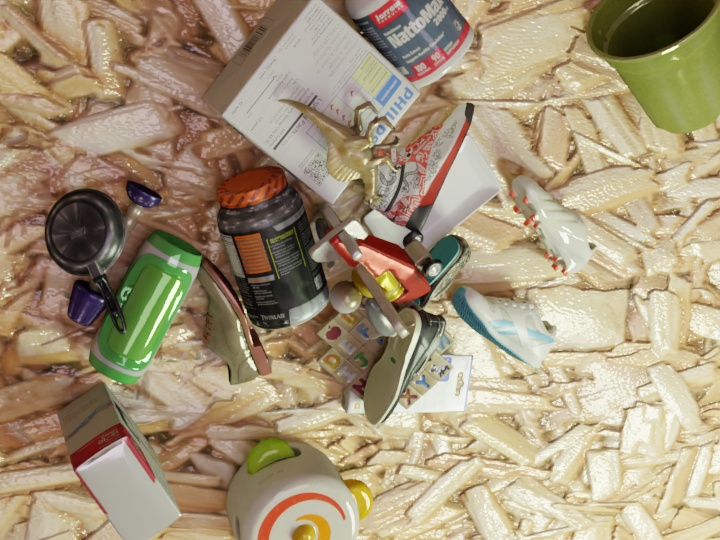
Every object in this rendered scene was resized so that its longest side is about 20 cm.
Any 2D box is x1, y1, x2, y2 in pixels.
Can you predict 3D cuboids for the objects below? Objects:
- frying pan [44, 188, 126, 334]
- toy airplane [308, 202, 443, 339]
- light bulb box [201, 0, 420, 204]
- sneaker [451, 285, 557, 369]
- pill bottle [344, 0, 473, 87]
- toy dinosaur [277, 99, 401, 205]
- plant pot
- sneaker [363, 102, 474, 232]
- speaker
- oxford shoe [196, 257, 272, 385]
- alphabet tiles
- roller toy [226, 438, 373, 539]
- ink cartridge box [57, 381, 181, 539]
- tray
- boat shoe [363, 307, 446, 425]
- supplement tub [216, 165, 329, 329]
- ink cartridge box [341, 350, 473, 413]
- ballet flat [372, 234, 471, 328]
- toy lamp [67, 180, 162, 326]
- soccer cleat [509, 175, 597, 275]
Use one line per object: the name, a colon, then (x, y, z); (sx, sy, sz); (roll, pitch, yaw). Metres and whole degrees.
frying pan: (-0.364, -0.012, 1.543); (0.113, 0.031, 0.193); (-1, 87, 10)
toy airplane: (0.000, 0.000, 1.589); (0.199, 0.200, 0.141); (38, 112, -4)
light bulb box: (-0.067, -0.233, 1.564); (0.200, 0.125, 0.199); (38, 92, -27)
sneaker: (0.219, 0.071, 1.800); (0.199, 0.076, 0.081); (36, 85, -32)
pill bottle: (0.049, -0.354, 1.570); (0.120, 0.120, 0.200); (-45, 115, -1)
toy dinosaur: (-0.009, -0.165, 1.507); (0.101, 0.058, 0.200); (-41, 117, -1)
plant pot: (0.453, -0.307, 1.704); (0.200, 0.200, 0.185); (-40, 127, -3)
sneaker: (0.078, -0.164, 1.663); (0.107, 0.067, 0.203); (25, 86, 2)
speaker: (-0.293, 0.050, 1.600); (0.088, 0.088, 0.201); (26, 98, -25)
oxford shoe: (-0.193, 0.078, 1.654); (0.074, 0.071, 0.202); (-25, 113, -3)
alphabet tiles: (0.038, 0.117, 1.724); (0.166, 0.006, 0.200); (-42, 116, 13)
roller toy: (-0.097, 0.363, 1.741); (0.199, 0.140, 0.184); (25, 98, -25)
ink cartridge box: (-0.328, 0.259, 1.591); (0.085, 0.200, 0.148); (-33, 115, -7)
tray: (0.104, -0.100, 1.726); (0.199, 0.022, 0.108); (-39, 115, -4)
boat shoe: (0.062, 0.144, 1.701); (0.067, 0.072, 0.201); (4, 124, -35)
supplement tub: (-0.123, -0.032, 1.612); (0.121, 0.123, 0.202); (-21, 113, -12)
ink cartridge box: (0.071, 0.168, 1.795); (0.198, 0.037, 0.096); (2, 106, -18)
ballet flat: (0.089, 0.031, 1.741); (0.200, 0.068, 0.075); (-43, 147, 5)
toy lamp: (-0.334, -0.020, 1.577); (0.058, 0.058, 0.202); (24, 98, -24)
soccer cleat: (0.291, -0.079, 1.779); (0.077, 0.069, 0.201); (-42, 123, -8)
